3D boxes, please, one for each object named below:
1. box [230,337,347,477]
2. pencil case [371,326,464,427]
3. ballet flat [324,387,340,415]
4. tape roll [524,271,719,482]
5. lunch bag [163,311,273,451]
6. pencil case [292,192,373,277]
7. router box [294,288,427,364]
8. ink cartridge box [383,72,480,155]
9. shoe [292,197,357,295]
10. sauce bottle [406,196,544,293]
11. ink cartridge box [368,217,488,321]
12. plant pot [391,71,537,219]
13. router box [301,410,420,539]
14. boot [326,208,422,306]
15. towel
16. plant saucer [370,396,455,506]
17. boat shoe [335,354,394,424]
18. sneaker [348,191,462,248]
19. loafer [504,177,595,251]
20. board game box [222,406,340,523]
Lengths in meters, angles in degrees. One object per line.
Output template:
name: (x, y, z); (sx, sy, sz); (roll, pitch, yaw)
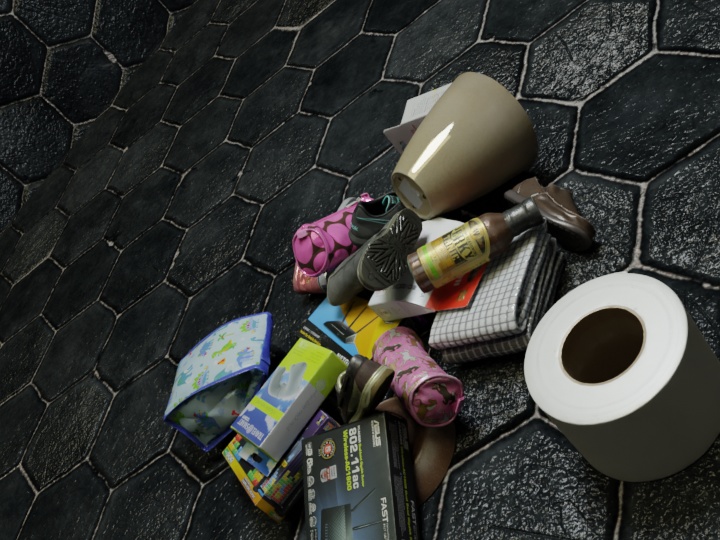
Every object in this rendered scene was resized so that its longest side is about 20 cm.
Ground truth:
box: (-0.115, 0.202, 1.398); (0.201, 0.048, 0.121); (-52, 26, -14)
pencil case: (0.080, 0.149, 1.309); (0.086, 0.084, 0.200); (-28, 21, -5)
ballet flat: (-0.057, 0.191, 1.470); (0.065, 0.058, 0.199); (-10, 18, -26)
tape roll: (0.310, 0.124, 1.082); (0.201, 0.139, 0.205); (-27, 39, 25)
lunch bag: (-0.223, 0.178, 1.575); (0.200, 0.127, 0.171); (-42, 24, 21)
pencil case: (-0.032, -0.063, 1.587); (0.090, 0.095, 0.199); (-7, 15, 39)
router box: (-0.003, 0.095, 1.507); (0.150, 0.051, 0.199); (-50, 35, -10)
ink cartridge box: (0.153, -0.262, 1.651); (0.198, 0.115, 0.069); (-14, 44, 36)
shoe: (-0.061, -0.045, 1.693); (0.090, 0.071, 0.203); (-7, 54, 38)
sauce bottle: (0.162, -0.040, 1.301); (0.198, 0.065, 0.065); (-30, 37, 12)
ink cartridge box: (0.112, -0.010, 1.387); (0.199, 0.057, 0.164); (-20, 35, 57)
plant pot: (0.148, -0.179, 1.475); (0.200, 0.189, 0.186); (-41, 33, -18)
router box: (-0.002, 0.307, 1.237); (0.148, 0.062, 0.203); (-24, 57, 29)
boot: (0.001, 0.002, 1.427); (0.199, 0.073, 0.182); (-32, 12, 45)
towel: (0.200, 0.035, 1.333); (0.164, 0.086, 0.202); (-19, 37, 45)
plant saucer: (0.043, 0.255, 1.317); (0.198, 0.037, 0.202); (-27, 38, 24)
boat shoe: (-0.002, 0.163, 1.280); (0.072, 0.066, 0.201); (-44, -10, -23)
sneaker: (0.078, -0.088, 1.524); (0.197, 0.080, 0.076); (-11, 39, -14)
loafer: (0.289, -0.096, 1.381); (0.071, 0.073, 0.200); (-44, 35, 0)
board game box: (-0.120, 0.269, 1.426); (0.166, 0.057, 0.200); (-51, 25, -6)
